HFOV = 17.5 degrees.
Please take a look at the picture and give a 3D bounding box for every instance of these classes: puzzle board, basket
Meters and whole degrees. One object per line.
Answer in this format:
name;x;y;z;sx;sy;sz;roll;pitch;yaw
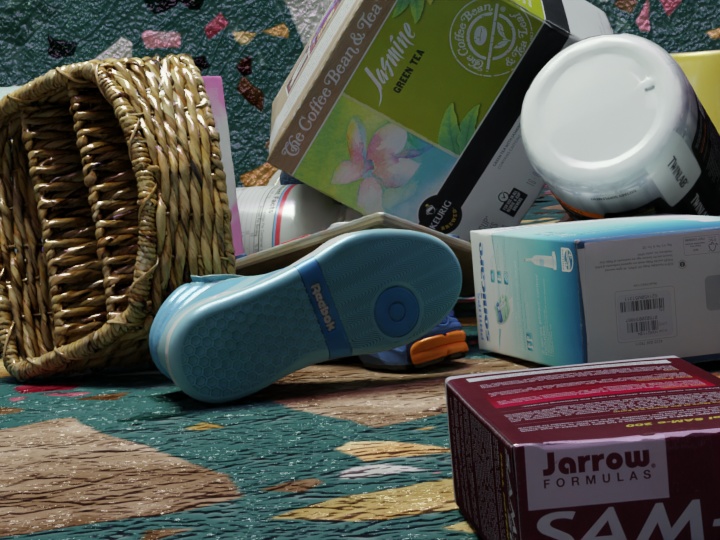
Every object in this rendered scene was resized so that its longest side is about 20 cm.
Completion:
puzzle board;0.000;0.000;1.642;0.150;0.017;0.200;17;-23;-40
basket;-0.174;-0.040;1.580;0.149;0.201;0.143;-5;-17;-20

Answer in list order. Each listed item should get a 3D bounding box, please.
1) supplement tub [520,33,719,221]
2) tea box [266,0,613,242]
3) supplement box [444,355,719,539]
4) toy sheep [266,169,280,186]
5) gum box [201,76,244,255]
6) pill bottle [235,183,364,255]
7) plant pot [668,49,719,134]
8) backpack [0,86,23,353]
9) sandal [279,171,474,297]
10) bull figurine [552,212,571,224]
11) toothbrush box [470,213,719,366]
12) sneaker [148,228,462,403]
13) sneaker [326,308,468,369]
supplement tub;0.198;-0.073;1.666;0.122;0.123;0.200;-2;-23;23
tea box;0.060;-0.139;1.761;0.196;0.200;0.134;27;21;-11
supplement box;0.100;0.078;0.938;0.108;0.061;0.200;-5;4;-4
toy sheep;-0.024;-0.045;2.065;0.137;0.138;0.200;-6;-13;-22
gum box;-0.154;-0.039;1.729;0.113;0.201;0.066;-4;-8;-33
pill bottle;-0.076;-0.012;1.832;0.199;0.109;0.109;-2;5;18
plant pot;0.297;-0.085;1.902;0.200;0.190;0.201;-5;5;0
backpack;-0.260;-0.046;1.809;0.153;0.201;0.176;-8;5;-12
sandal;0.029;-0.044;1.877;0.200;0.043;0.076;35;-30;-21
bull figurine;0.200;-0.023;1.797;0.199;0.122;0.065;5;-18;21
toothbrush box;0.170;0.011;1.493;0.146;0.086;0.200;-6;5;-17
sneaker;-0.044;0.021;1.480;0.199;0.080;0.131;-16;8;-20
sneaker;0.000;0.020;1.573;0.075;0.079;0.200;-7;6;-40
